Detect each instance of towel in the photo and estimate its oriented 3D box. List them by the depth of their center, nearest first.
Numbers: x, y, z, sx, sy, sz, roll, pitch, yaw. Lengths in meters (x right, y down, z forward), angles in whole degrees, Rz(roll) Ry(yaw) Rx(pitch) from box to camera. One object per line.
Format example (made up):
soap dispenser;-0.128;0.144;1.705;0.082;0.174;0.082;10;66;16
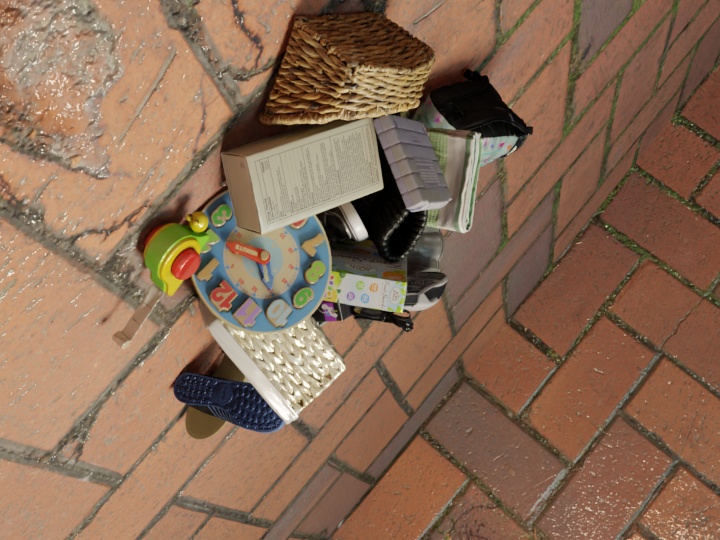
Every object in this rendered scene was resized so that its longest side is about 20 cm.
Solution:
towel;0.094;-0.147;1.413;0.030;0.198;0.152;-1;102;-49

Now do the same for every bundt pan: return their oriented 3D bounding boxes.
bundt pan;0.042;-0.046;1.550;0.075;0.202;0.204;3;124;-50

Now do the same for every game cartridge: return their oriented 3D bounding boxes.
game cartridge;0.075;-0.147;1.274;0.038;0.132;0.200;-17;180;18

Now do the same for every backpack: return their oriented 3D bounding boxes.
backpack;0.175;-0.243;1.557;0.198;0.167;0.127;-19;148;-47

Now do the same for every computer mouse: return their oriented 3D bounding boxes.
computer mouse;0.076;0.049;1.415;0.199;0.108;0.045;-27;116;-52

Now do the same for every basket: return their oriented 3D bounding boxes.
basket;-0.006;-0.231;1.179;0.199;0.142;0.150;-24;146;-52
basket;-0.126;0.093;1.319;0.123;0.201;0.136;-37;-158;-3

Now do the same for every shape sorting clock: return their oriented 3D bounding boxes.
shape sorting clock;-0.130;-0.017;1.210;0.200;0.201;0.039;-44;-173;-20

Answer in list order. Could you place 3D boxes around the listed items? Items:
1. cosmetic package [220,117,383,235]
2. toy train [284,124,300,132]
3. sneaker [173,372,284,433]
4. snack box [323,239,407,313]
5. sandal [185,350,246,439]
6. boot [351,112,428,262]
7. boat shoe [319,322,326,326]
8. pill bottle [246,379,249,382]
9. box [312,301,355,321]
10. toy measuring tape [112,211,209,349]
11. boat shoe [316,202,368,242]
cosmetic package;-0.072;-0.129;1.193;0.198;0.073;0.105;-22;113;-30
toy train;-0.072;-0.133;1.331;0.150;0.055;0.202;-37;156;-37
sneaker;-0.196;0.207;1.447;0.071;0.197;0.078;-71;159;-7
snack box;0.000;0.000;1.385;0.200;0.139;0.054;-79;177;-73
sandal;-0.216;0.188;1.536;0.214;0.077;0.069;-63;159;12
boot;0.044;-0.136;1.368;0.078;0.158;0.215;-3;116;-23
boat shoe;-0.103;0.080;1.576;0.071;0.071;0.200;-32;179;25
pill bottle;-0.128;0.172;1.642;0.115;0.114;0.199;-56;160;13
box;-0.071;0.048;1.472;0.142;0.197;0.037;-27;109;-52
toy measuring tape;-0.257;0.008;1.142;0.201;0.073;0.073;-53;160;2
boat shoe;-0.044;-0.071;1.384;0.066;0.071;0.200;-32;-161;-8
